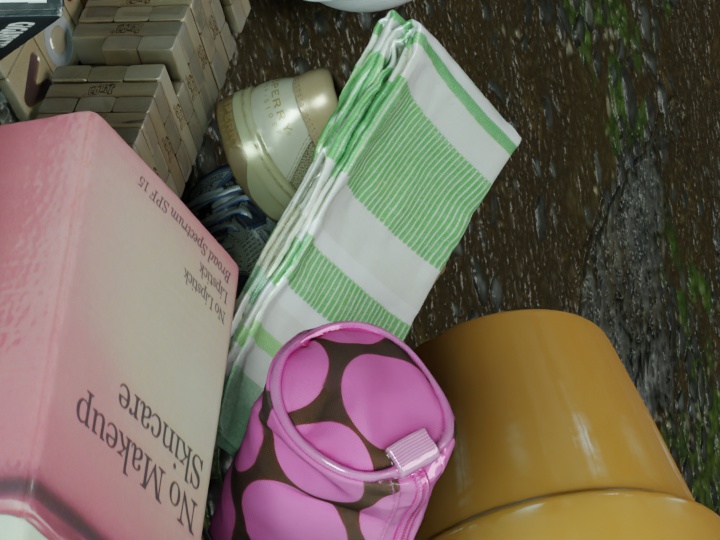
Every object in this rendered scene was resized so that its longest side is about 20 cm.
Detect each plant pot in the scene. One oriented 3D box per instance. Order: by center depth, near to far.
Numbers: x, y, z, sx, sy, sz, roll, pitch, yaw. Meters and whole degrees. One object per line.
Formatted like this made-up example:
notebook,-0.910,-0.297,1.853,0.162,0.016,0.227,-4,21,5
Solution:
plant pot,0.092,0.129,1.380,0.200,0.199,0.184,44,29,-54

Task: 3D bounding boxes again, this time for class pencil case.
pencil case,-0.018,0.122,1.120,0.090,0.094,0.201,-11,136,-29

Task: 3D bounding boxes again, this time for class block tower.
block tower,-0.099,-0.078,1.147,0.054,0.057,0.201,71,27,-42

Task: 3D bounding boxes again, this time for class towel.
towel,0.000,0.000,1.163,0.201,0.023,0.153,-63,153,-6

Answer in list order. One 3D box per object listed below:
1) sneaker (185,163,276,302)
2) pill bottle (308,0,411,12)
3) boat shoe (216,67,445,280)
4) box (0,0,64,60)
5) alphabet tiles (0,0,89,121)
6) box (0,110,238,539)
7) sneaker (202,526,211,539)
sneaker,-0.064,-0.005,1.212,0.200,0.077,0.086,-18,89,-73
pill bottle,0.013,-0.197,1.377,0.200,0.110,0.112,-33,113,-64
boat shoe,0.004,-0.037,1.226,0.200,0.064,0.072,35,34,-61
box,-0.149,-0.155,0.927,0.200,0.046,0.160,169,-83,-73
alphabet tiles,-0.164,-0.163,1.100,0.168,0.008,0.201,-71,144,-46
box,-0.129,0.061,0.984,0.128,0.108,0.201,49,40,-51
sneaker,-0.088,0.133,1.096,0.081,0.074,0.201,31,55,-60
